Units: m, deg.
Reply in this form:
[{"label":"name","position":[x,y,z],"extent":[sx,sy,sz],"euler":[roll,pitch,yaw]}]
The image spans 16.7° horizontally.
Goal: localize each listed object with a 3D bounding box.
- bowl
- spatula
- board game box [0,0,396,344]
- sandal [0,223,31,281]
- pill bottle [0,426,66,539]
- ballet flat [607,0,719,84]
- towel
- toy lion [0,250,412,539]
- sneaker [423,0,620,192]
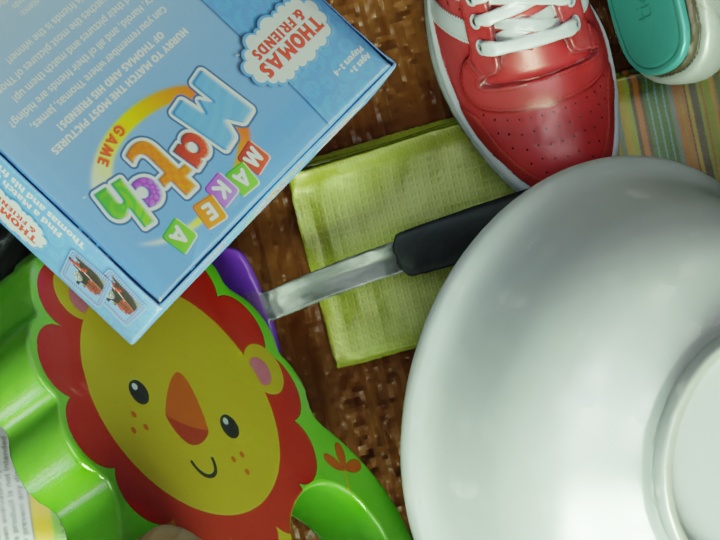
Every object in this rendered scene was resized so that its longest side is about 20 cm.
[{"label":"bowl","position":[0.119,0.061,0.908],"extent":[0.200,0.090,0.203],"euler":[-5,99,-32]},{"label":"spatula","position":[0.000,0.000,0.952],"extent":[0.199,0.021,0.057],"euler":[-19,98,9]},{"label":"board game box","position":[-0.104,-0.093,0.869],"extent":[0.200,0.037,0.151],"euler":[43,53,1]},{"label":"sandal","position":[-0.142,-0.023,0.947],"extent":[0.200,0.048,0.075],"euler":[-36,59,-12]},{"label":"pill bottle","position":[-0.189,0.091,0.919],"extent":[0.198,0.111,0.112],"euler":[-8,92,-4]},{"label":"ballet flat","position":[0.113,-0.173,0.962],"extent":[0.069,0.069,0.202],"euler":[-15,91,-4]},{"label":"towel","position":[0.075,-0.027,0.982],"extent":[0.198,0.018,0.087],"euler":[-15,91,-3]},{"label":"toy lion","position":[-0.050,0.080,0.872],"extent":[0.068,0.193,0.199],"euler":[-34,134,29]},{"label":"sneaker","position":[0.058,-0.126,0.923],"extent":[0.071,0.112,0.202],"euler":[-16,86,-7]}]
